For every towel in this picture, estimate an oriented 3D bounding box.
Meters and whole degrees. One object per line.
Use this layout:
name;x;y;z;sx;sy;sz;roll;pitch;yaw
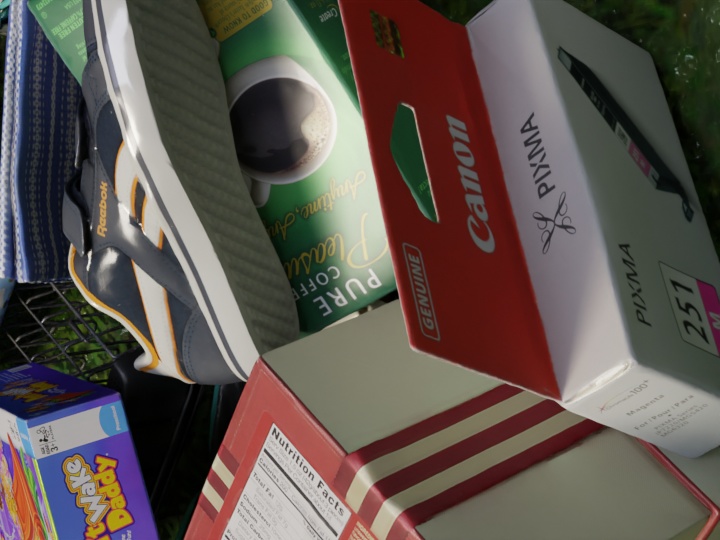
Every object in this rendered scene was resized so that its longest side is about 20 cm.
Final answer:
towel;-0.131;-0.065;0.966;0.024;0.200;0.145;2;92;13

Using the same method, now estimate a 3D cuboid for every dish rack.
dish rack;-0.177;0.050;1.071;0.200;0.055;0.154;46;129;30

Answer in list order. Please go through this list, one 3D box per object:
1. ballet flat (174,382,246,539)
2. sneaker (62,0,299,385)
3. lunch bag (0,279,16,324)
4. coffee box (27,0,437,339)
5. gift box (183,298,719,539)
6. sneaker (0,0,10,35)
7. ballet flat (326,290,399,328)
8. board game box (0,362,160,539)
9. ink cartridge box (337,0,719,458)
ballet flat;-0.055;0.112;0.996;0.068;0.068;0.200;18;102;20
sneaker;-0.094;-0.038;0.824;0.079;0.078;0.200;-8;111;23
lunch bag;-0.297;0.032;1.008;0.094;0.200;0.151;49;132;29
coffee box;-0.047;-0.070;0.861;0.123;0.044;0.200;-30;97;32
gift box;0.039;0.118;0.859;0.185;0.187;0.200;50;137;21
sneaker;-0.215;-0.152;1.027;0.200;0.091;0.078;22;131;-9
ballet flat;0.000;0.000;0.932;0.072;0.072;0.201;16;94;34
board game box;-0.142;0.120;0.929;0.200;0.045;0.135;-178;72;-70
ink cartridge box;0.076;-0.036;0.791;0.044;0.173;0.200;-34;51;31
